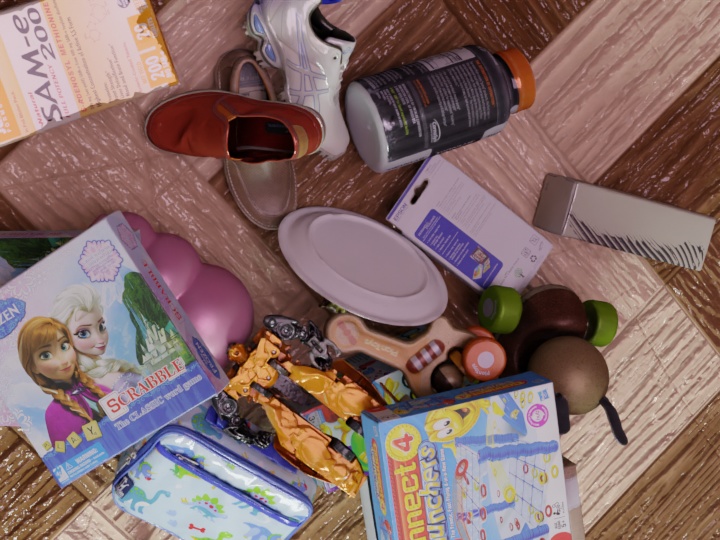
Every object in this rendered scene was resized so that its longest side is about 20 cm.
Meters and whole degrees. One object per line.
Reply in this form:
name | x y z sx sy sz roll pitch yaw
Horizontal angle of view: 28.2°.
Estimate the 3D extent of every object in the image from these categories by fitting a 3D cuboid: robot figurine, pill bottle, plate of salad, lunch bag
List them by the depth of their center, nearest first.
robot figurine | -0.059 0.138 1.489 0.200 0.058 0.145 38 89 -8
lunch bag | -0.154 0.224 1.536 0.200 0.083 0.161 34 126 -18
plate of salad | 0.000 0.000 1.545 0.199 0.200 0.048 15 123 -22
pill bottle | 0.092 -0.185 1.577 0.199 0.106 0.107 -19 106 -17

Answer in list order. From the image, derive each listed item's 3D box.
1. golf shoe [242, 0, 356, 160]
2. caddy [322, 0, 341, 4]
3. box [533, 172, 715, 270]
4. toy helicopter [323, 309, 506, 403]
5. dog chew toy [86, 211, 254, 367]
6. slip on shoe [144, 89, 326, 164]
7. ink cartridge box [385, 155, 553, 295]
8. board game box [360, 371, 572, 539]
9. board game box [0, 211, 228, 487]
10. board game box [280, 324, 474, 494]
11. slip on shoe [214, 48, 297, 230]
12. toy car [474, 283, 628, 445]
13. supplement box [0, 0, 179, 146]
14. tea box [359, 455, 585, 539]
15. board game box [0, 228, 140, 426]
golf shoe | -0.042 -0.207 1.514 0.097 0.078 0.200 -18 124 17
caddy | -0.069 -0.361 1.466 0.199 0.141 0.105 17 63 -22
box | 0.313 -0.058 1.700 0.199 0.082 0.069 12 97 -21
toy helicopter | 0.050 0.103 1.537 0.199 0.079 0.133 22 97 -8
dog chew toy | -0.206 0.018 1.504 0.125 0.125 0.200 -46 103 -7
slip on shoe | -0.136 -0.144 1.479 0.199 0.061 0.074 6 115 20
ink cartridge box | 0.122 -0.046 1.653 0.200 0.039 0.100 37 86 -24
board game box | 0.112 0.224 1.483 0.195 0.056 0.201 -12 100 -18
board game box | -0.264 0.079 1.398 0.200 0.041 0.200 -32 94 16
board game box | 0.021 0.153 1.617 0.199 0.105 0.103 -23 107 -14
slip on shoe | -0.108 -0.138 1.537 0.076 0.061 0.201 -13 104 -18
toy car | 0.223 0.128 1.619 0.164 0.200 0.158 8 123 -25
supplement box | -0.300 -0.216 1.445 0.199 0.074 0.126 -23 106 -15
tea box | 0.123 0.276 1.629 0.199 0.197 0.134 -14 104 -18
board game box | -0.315 0.059 1.457 0.199 0.041 0.201 -1 102 13
